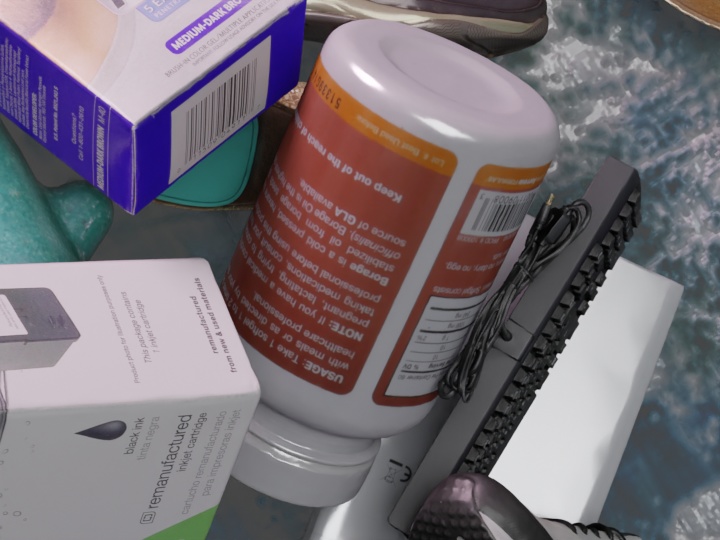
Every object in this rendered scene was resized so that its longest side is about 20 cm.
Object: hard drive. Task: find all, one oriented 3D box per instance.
[{"bbox_3d":[0.063,0.075,1.095,0.131,0.027,0.201,24,81,-11],"label":"hard drive"}]

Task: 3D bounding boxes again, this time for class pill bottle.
[{"bbox_3d":[0.000,0.000,1.002,0.112,0.112,0.201,20,113,-12],"label":"pill bottle"}]

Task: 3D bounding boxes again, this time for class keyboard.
[{"bbox_3d":[0.073,0.036,1.028,0.021,0.127,0.201,27,79,22],"label":"keyboard"}]

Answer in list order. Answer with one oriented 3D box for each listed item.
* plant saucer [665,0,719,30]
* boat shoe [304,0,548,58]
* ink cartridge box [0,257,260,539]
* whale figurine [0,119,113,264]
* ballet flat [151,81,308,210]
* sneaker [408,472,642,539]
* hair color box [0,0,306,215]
[{"bbox_3d":[0.200,-0.214,1.147,0.199,0.035,0.202,1,86,-14],"label":"plant saucer"},{"bbox_3d":[-0.004,-0.144,1.070,0.199,0.074,0.074,6,85,-15],"label":"boat shoe"},{"bbox_3d":[-0.160,0.074,0.919,0.199,0.146,0.084,-2,46,-27],"label":"ink cartridge box"},{"bbox_3d":[-0.185,-0.025,0.999,0.158,0.104,0.201,-3,86,-14],"label":"whale figurine"},{"bbox_3d":[-0.051,-0.063,1.056,0.199,0.065,0.071,11,113,-22],"label":"ballet flat"},{"bbox_3d":[0.088,0.140,1.034,0.080,0.073,0.200,-60,138,-21],"label":"sneaker"},{"bbox_3d":[-0.132,-0.126,0.986,0.200,0.065,0.109,36,57,21],"label":"hair color box"}]
